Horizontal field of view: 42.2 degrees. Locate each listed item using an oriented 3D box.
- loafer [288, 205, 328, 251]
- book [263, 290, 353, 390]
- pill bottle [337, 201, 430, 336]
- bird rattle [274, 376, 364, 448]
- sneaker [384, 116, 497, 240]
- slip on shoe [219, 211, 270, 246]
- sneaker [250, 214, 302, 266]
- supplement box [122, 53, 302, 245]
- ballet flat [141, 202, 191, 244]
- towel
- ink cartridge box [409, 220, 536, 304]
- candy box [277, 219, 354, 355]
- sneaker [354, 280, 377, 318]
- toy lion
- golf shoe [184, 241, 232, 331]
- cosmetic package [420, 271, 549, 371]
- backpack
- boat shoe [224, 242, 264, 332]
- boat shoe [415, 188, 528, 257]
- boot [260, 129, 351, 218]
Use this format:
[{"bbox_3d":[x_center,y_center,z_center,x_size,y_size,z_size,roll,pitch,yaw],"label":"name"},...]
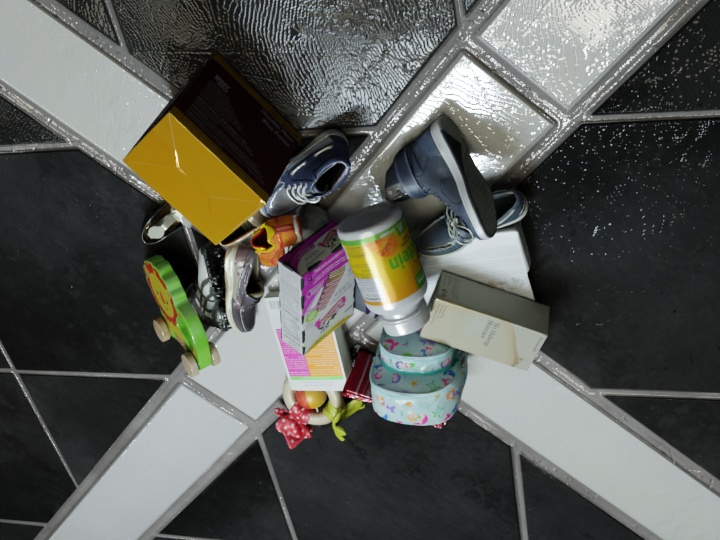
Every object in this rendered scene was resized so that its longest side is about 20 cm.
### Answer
[{"bbox_3d":[-0.105,-0.025,1.654,0.069,0.070,0.201,16,131,-1],"label":"loafer"},{"bbox_3d":[-0.097,0.132,1.772,0.132,0.048,0.202,-5,113,22],"label":"book"},{"bbox_3d":[0.046,0.001,1.521,0.110,0.111,0.202,-11,114,25],"label":"pill bottle"},{"bbox_3d":[-0.095,0.267,1.893,0.198,0.113,0.165,-4,113,33],"label":"bird rattle"},{"bbox_3d":[0.122,-0.116,1.465,0.146,0.077,0.204,-32,75,33],"label":"sneaker"},{"bbox_3d":[-0.179,-0.105,1.619,0.199,0.061,0.076,-27,116,33],"label":"slip on shoe"},{"bbox_3d":[-0.157,-0.053,1.600,0.076,0.074,0.200,-8,167,-18],"label":"sneaker"},{"bbox_3d":[-0.227,-0.193,1.471,0.197,0.201,0.132,43,127,-18],"label":"supplement box"},{"bbox_3d":[-0.323,-0.099,1.663,0.199,0.069,0.068,-33,113,35],"label":"ballet flat"},{"bbox_3d":[0.072,0.220,1.748,0.198,0.145,0.023,18,120,3],"label":"towel"},{"bbox_3d":[0.194,-0.002,1.600,0.198,0.044,0.175,-6,130,21],"label":"ink cartridge box"},{"bbox_3d":[-0.073,0.032,1.593,0.061,0.136,0.201,34,144,26],"label":"candy box"},{"bbox_3d":[0.000,0.000,1.643,0.086,0.075,0.202,15,131,11],"label":"sneaker"},{"bbox_3d":[-0.347,0.073,1.755,0.200,0.068,0.193,41,147,41],"label":"toy lion"},{"bbox_3d":[-0.295,0.032,1.756,0.093,0.078,0.202,6,128,13],"label":"golf shoe"},{"bbox_3d":[0.213,0.087,1.597,0.198,0.074,0.104,18,134,0],"label":"cosmetic package"},{"bbox_3d":[0.103,0.176,1.666,0.175,0.201,0.152,4,129,15],"label":"backpack"},{"bbox_3d":[-0.211,0.037,1.738,0.064,0.072,0.202,12,125,17],"label":"boat shoe"},{"bbox_3d":[0.173,-0.077,1.502,0.198,0.076,0.062,-19,165,20],"label":"boat shoe"},{"bbox_3d":[-0.094,-0.139,1.516,0.072,0.091,0.200,31,118,-29],"label":"boot"}]
